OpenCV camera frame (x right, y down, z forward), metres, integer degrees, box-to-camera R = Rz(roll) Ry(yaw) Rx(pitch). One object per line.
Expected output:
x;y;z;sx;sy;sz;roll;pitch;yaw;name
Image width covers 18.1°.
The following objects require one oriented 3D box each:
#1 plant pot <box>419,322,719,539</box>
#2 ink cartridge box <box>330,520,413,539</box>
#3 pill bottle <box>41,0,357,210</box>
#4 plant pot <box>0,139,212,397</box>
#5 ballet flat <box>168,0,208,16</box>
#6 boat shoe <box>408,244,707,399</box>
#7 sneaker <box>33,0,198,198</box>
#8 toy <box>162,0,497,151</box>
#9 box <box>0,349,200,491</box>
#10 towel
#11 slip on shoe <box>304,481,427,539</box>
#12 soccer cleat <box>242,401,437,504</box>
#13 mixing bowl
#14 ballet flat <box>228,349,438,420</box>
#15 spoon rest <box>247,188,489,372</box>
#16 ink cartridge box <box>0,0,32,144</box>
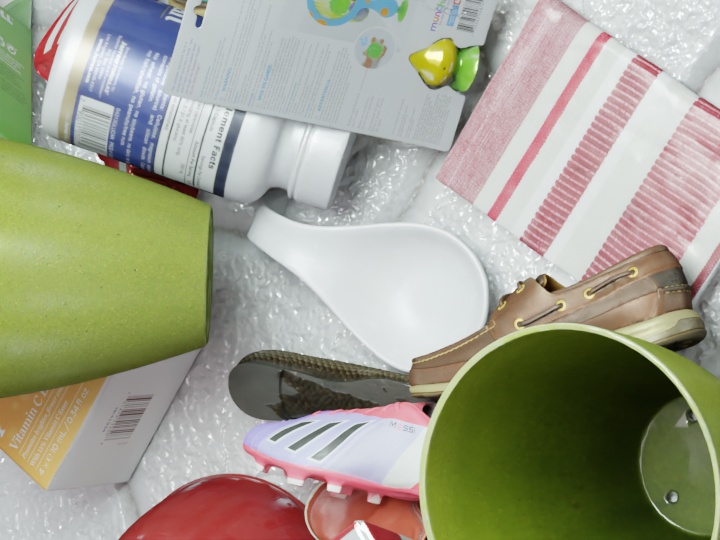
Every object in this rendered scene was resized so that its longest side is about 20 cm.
0.164;0.122;1.340;0.187;0.200;0.188;0;90;31;plant pot
0.008;0.235;1.327;0.144;0.200;0.084;-39;62;12;ink cartridge box
-0.103;-0.111;1.518;0.200;0.111;0.111;19;102;1;pill bottle
-0.199;0.001;1.492;0.199;0.187;0.188;2;92;-2;plant pot
-0.042;-0.167;1.559;0.200;0.069;0.063;10;123;33;ballet flat
0.119;0.037;1.426;0.200;0.072;0.068;-18;79;27;boat shoe
-0.176;-0.114;1.637;0.115;0.078;0.201;-8;74;40;sneaker
-0.021;-0.153;1.458;0.047;0.200;0.115;-119;44;-64;toy
-0.236;0.050;1.649;0.200;0.097;0.125;38;109;26;box
0.158;-0.066;1.449;0.200;0.023;0.144;38;107;24;towel
0.043;0.180;1.498;0.200;0.061;0.074;17;101;32;slip on shoe
0.013;0.115;1.481;0.200;0.067;0.077;9;81;34;soccer cleat
-0.116;0.245;1.571;0.200;0.108;0.201;1;92;32;mixing bowl
0.003;0.089;1.535;0.200;0.046;0.068;10;115;29;ballet flat
0.000;0.000;1.524;0.200;0.061;0.100;26;104;30;spoon rest
-0.294;-0.134;1.645;0.104;0.059;0.200;-32;40;23;ink cartridge box
